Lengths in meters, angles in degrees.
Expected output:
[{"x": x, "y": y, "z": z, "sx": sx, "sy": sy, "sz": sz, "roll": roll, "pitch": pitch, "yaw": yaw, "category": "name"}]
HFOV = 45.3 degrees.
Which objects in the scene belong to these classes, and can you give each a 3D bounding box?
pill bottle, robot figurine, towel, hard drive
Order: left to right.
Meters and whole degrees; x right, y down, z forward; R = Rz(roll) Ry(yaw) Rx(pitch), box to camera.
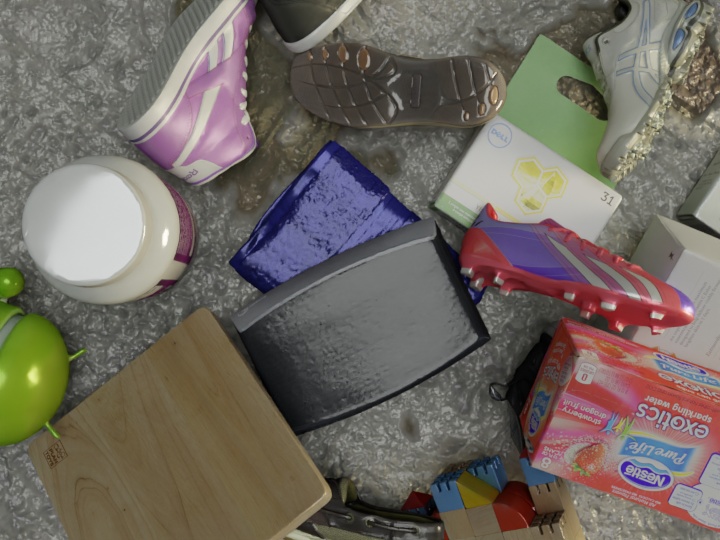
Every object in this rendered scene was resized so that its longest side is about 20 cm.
[{"x": -0.337, "y": 0.078, "z": 0.719, "sx": 0.199, "sy": 0.116, "sz": 0.176, "roll": 15, "pitch": 76, "yaw": -4, "category": "robot figurine"}, {"x": -0.195, "y": -0.031, "z": 0.682, "sx": 0.112, "sy": 0.200, "sz": 0.113, "roll": 0, "pitch": 89, "yaw": -5, "category": "pill bottle"}, {"x": 0.000, "y": 0.000, "z": 0.785, "sx": 0.200, "sy": 0.050, "sz": 0.148, "roll": 41, "pitch": 93, "yaw": -3, "category": "towel"}, {"x": 0.001, "y": 0.052, "z": 0.743, "sx": 0.199, "sy": 0.042, "sz": 0.135, "roll": -26, "pitch": 94, "yaw": 1, "category": "hard drive"}]

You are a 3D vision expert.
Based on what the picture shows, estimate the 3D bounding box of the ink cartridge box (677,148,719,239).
[{"x": 0.433, "y": -0.067, "z": 0.820, "sx": 0.200, "sy": 0.044, "sz": 0.174, "roll": 34, "pitch": 88, "yaw": -3, "category": "ink cartridge box"}]

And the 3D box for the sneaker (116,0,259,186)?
[{"x": -0.125, "y": -0.169, "z": 0.773, "sx": 0.114, "sy": 0.072, "sz": 0.201, "roll": 40, "pitch": 68, "yaw": -35, "category": "sneaker"}]

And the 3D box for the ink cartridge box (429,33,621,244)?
[{"x": 0.177, "y": -0.103, "z": 0.799, "sx": 0.145, "sy": 0.048, "sz": 0.200, "roll": 33, "pitch": 89, "yaw": -3, "category": "ink cartridge box"}]

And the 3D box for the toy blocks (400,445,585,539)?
[{"x": 0.110, "y": 0.227, "z": 0.750, "sx": 0.199, "sy": 0.100, "sz": 0.137, "roll": -19, "pitch": 91, "yaw": 27, "category": "toy blocks"}]

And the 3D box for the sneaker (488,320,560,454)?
[{"x": 0.205, "y": 0.152, "z": 0.787, "sx": 0.114, "sy": 0.075, "sz": 0.200, "roll": -40, "pitch": 91, "yaw": 2, "category": "sneaker"}]

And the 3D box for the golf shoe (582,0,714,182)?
[{"x": 0.241, "y": -0.171, "z": 0.787, "sx": 0.097, "sy": 0.078, "sz": 0.200, "roll": 24, "pitch": 67, "yaw": 15, "category": "golf shoe"}]

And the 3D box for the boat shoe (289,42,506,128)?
[{"x": 0.034, "y": -0.159, "z": 0.776, "sx": 0.199, "sy": 0.073, "sz": 0.075, "roll": 12, "pitch": 97, "yaw": 16, "category": "boat shoe"}]

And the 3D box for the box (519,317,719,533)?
[{"x": 0.241, "y": 0.127, "z": 0.692, "sx": 0.199, "sy": 0.095, "sz": 0.103, "roll": 19, "pitch": 106, "yaw": -1, "category": "box"}]

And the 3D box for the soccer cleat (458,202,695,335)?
[{"x": 0.177, "y": -0.004, "z": 0.714, "sx": 0.199, "sy": 0.067, "sz": 0.077, "roll": 14, "pitch": 74, "yaw": 27, "category": "soccer cleat"}]

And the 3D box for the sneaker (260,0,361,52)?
[{"x": -0.020, "y": -0.296, "z": 0.752, "sx": 0.200, "sy": 0.071, "sz": 0.099, "roll": -49, "pitch": 132, "yaw": -4, "category": "sneaker"}]

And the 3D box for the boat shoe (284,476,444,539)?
[{"x": -0.020, "y": 0.211, "z": 0.751, "sx": 0.199, "sy": 0.073, "sz": 0.065, "roll": 17, "pitch": 87, "yaw": 14, "category": "boat shoe"}]

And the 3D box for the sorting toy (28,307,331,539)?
[{"x": -0.147, "y": 0.172, "z": 0.726, "sx": 0.199, "sy": 0.070, "sz": 0.200, "roll": -38, "pitch": 63, "yaw": 0, "category": "sorting toy"}]

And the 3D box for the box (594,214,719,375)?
[{"x": 0.331, "y": 0.054, "z": 0.763, "sx": 0.199, "sy": 0.098, "sz": 0.125, "roll": 22, "pitch": 112, "yaw": -4, "category": "box"}]
